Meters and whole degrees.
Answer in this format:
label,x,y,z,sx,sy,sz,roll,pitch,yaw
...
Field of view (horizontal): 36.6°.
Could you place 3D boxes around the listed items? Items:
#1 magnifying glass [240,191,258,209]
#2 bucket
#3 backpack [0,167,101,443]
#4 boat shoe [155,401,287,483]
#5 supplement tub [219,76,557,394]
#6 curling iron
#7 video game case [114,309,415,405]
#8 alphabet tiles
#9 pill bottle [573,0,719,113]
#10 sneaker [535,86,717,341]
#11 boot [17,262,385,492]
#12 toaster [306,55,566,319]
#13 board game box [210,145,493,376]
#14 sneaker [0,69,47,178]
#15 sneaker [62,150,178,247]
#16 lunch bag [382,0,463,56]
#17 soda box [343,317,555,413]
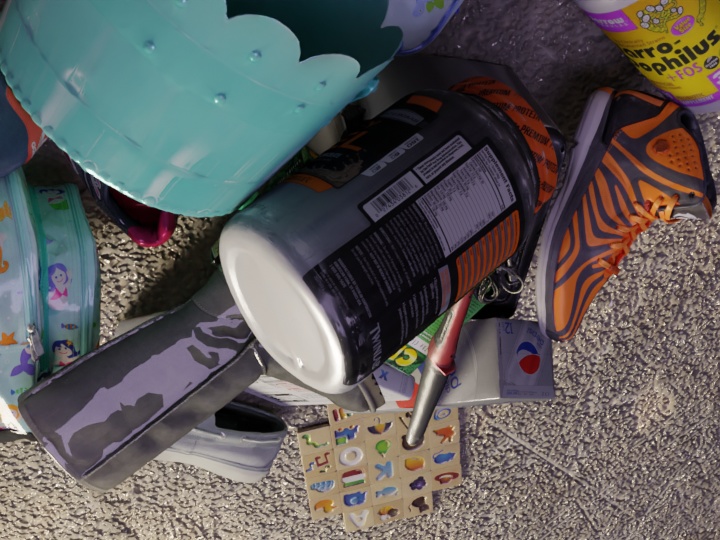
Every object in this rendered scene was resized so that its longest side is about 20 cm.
label,x,y,z,sx,sy,sz,roll,pitch,yaw
magnifying glass,-0.127,-0.130,0.774,0.022,0.079,0.202,-36,121,-15
bucket,-0.092,-0.141,0.601,0.205,0.209,0.135,26,124,-31
backpack,-0.259,0.005,0.764,0.148,0.178,0.203,-12,126,-16
boat shoe,-0.151,0.129,0.972,0.199,0.070,0.072,24,107,-35
supplement tub,0.022,-0.029,0.665,0.199,0.122,0.124,-37,136,-26
curling iron,0.071,0.064,0.822,0.049,0.026,0.202,8,126,-18
video game case,-0.082,0.072,0.890,0.181,0.022,0.199,26,159,-31
alphabet tiles,0.023,0.191,1.105,0.163,0.006,0.202,-12,129,-7
pill bottle,0.214,-0.208,0.783,0.199,0.105,0.104,33,113,-34
sneaker,0.204,-0.035,0.824,0.077,0.110,0.204,9,97,-65
boot,-0.102,0.087,0.742,0.200,0.073,0.182,-42,116,-3
toaster,0.047,-0.066,0.836,0.177,0.119,0.203,-1,128,-16
board game box,0.000,0.000,0.782,0.199,0.024,0.105,33,112,-34
sneaker,-0.272,-0.145,0.689,0.201,0.084,0.075,55,138,-1
sneaker,-0.180,-0.105,0.768,0.080,0.075,0.201,-26,129,6
lunch bag,0.027,-0.252,0.708,0.159,0.083,0.201,22,118,-29
soda box,0.068,0.084,0.916,0.067,0.065,0.198,6,168,-39
